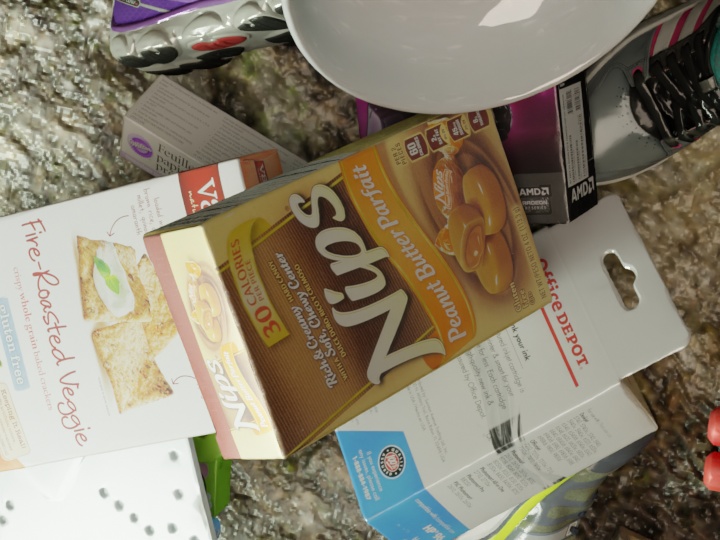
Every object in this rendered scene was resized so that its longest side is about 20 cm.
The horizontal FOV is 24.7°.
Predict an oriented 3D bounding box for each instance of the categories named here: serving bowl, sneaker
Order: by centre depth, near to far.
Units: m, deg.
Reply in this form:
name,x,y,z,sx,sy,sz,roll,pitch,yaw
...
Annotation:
name,x,y,z,sx,sy,sz,roll,pitch,yaw
serving bowl,0.053,-0.168,0.774,0.198,0.066,0.201,-11,140,-9
sneaker,0.189,-0.102,0.872,0.199,0.121,0.084,-35,98,13
sneaker,-0.058,-0.162,0.879,0.199,0.080,0.084,-7,85,29
sneaker,0.103,0.149,0.974,0.081,0.074,0.200,41,109,-15

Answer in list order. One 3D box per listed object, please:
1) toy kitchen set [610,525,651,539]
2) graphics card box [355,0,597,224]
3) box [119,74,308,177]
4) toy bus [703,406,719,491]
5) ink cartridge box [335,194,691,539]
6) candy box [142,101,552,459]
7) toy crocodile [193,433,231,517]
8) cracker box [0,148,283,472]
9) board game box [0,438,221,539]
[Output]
name,x,y,z,sx,sy,sz,roll,pitch,yaw
toy kitchen set,0.206,0.287,0.943,0.199,0.163,0.181,25,104,-1
graphics card box,0.056,-0.125,0.894,0.125,0.051,0.202,1,106,28
box,-0.042,-0.038,0.917,0.199,0.042,0.039,31,148,8
toy bus,0.291,0.089,0.917,0.191,0.136,0.202,11,103,19
ink cartridge box,0.085,0.059,0.917,0.199,0.117,0.068,-30,141,12
candy box,0.000,0.000,0.815,0.055,0.199,0.116,-9,104,49
toy crocodile,-0.095,0.051,0.962,0.061,0.068,0.202,4,102,10
cracker box,-0.125,0.024,0.872,0.199,0.058,0.135,-13,94,20
board game box,-0.179,0.096,0.958,0.199,0.026,0.202,-11,96,27
